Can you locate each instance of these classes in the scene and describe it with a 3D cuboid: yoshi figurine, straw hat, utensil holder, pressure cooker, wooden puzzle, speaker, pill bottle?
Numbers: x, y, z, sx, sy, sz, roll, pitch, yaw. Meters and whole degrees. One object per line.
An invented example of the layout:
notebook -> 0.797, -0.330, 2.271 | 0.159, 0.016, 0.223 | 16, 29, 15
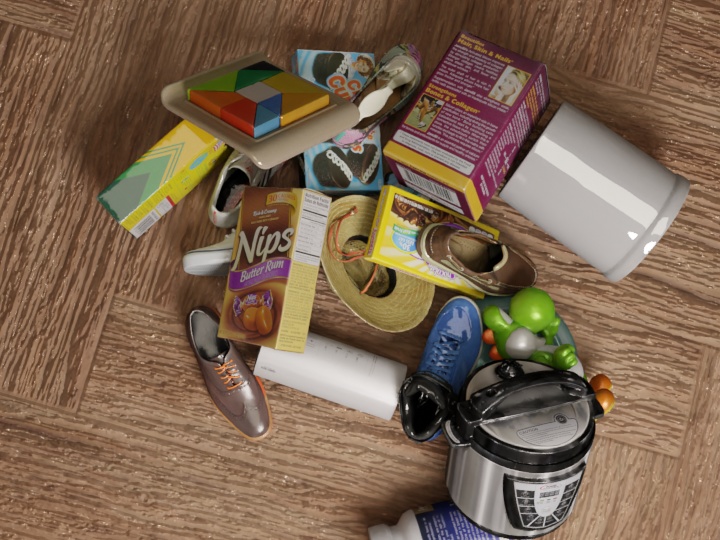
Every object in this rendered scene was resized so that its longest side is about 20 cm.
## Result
yoshi figurine -> 0.256, 0.099, 1.150 | 0.200, 0.112, 0.112 | 41, 58, 0
straw hat -> 0.000, 0.000, 1.184 | 0.200, 0.085, 0.202 | 18, 59, -34
utensil holder -> 0.311, -0.108, 1.182 | 0.199, 0.170, 0.170 | 34, 82, 4
pressure cooker -> 0.193, 0.206, 1.068 | 0.178, 0.201, 0.176 | 20, 38, 21
wooden puzzle -> -0.128, -0.218, 1.120 | 0.200, 0.037, 0.185 | 36, 48, 27
speaker -> -0.039, 0.134, 1.173 | 0.199, 0.081, 0.082 | 19, 82, -2
pill bottle -> 0.115, 0.362, 1.137 | 0.199, 0.116, 0.116 | -12, 84, -5

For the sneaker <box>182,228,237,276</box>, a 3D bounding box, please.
sneaker -> -0.149, -0.040, 1.199 | 0.199, 0.073, 0.071 | -11, 75, -14

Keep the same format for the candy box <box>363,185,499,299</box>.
candy box -> 0.101, -0.036, 1.184 | 0.199, 0.026, 0.103 | 19, 84, -31

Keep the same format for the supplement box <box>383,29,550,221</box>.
supplement box -> 0.141, -0.189, 1.137 | 0.131, 0.103, 0.201 | 30, 81, 25

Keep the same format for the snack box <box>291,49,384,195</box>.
snack box -> -0.032, -0.207, 1.222 | 0.115, 0.037, 0.201 | -2, 83, -20

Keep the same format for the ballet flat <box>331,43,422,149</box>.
ballet flat -> 0.033, -0.245, 1.194 | 0.069, 0.071, 0.200 | 46, 68, -12

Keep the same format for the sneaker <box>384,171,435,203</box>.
sneaker -> 0.114, -0.172, 1.222 | 0.090, 0.078, 0.200 | 44, 82, 6

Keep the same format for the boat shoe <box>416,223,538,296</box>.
boat shoe -> 0.172, -0.009, 1.168 | 0.201, 0.075, 0.075 | 15, 83, -31

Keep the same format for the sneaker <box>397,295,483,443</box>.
sneaker -> 0.106, 0.131, 1.141 | 0.076, 0.111, 0.201 | 22, 93, 13

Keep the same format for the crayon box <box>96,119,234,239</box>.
crayon box -> -0.253, -0.135, 1.170 | 0.200, 0.127, 0.051 | -43, 88, -8

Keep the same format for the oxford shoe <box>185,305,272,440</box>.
oxford shoe -> -0.182, 0.140, 1.167 | 0.071, 0.073, 0.201 | -31, 86, -6

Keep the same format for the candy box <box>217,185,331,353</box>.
candy box -> -0.111, -0.004, 1.103 | 0.116, 0.056, 0.201 | 6, 84, 42

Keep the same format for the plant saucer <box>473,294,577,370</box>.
plant saucer -> 0.211, 0.128, 1.212 | 0.199, 0.036, 0.201 | 0, 83, -4

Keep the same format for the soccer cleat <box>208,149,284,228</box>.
soccer cleat -> -0.148, -0.149, 1.197 | 0.068, 0.085, 0.201 | 30, 83, 1
